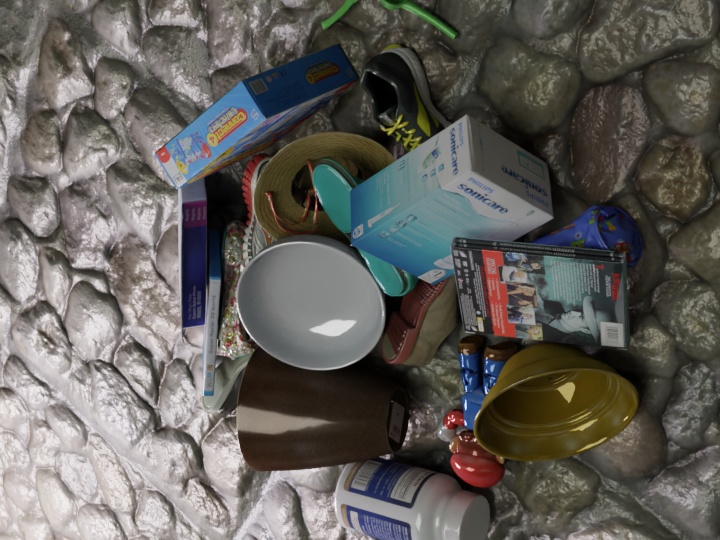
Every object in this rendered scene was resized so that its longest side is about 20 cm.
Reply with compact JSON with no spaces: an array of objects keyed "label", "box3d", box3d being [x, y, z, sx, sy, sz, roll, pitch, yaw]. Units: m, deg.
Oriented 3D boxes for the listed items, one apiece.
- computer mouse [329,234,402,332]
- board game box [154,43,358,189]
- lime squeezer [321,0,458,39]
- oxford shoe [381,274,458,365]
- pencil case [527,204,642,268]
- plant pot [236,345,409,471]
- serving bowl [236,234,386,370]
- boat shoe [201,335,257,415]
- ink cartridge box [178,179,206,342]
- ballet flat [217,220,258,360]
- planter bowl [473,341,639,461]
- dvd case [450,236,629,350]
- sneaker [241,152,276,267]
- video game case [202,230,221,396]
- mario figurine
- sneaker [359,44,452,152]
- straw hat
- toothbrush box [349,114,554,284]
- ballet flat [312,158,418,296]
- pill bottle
[{"label":"computer mouse","box3d":[0.000,0.000,1.714,0.140,0.046,0.200,-17,98,42]},{"label":"board game box","box3d":[-0.132,-0.197,1.628,0.196,0.200,0.056,-32,90,42]},{"label":"lime squeezer","box3d":[0.025,-0.321,1.560,0.200,0.038,0.071,11,116,33]},{"label":"oxford shoe","box3d":[0.098,0.036,1.653,0.200,0.075,0.070,-62,33,23]},{"label":"pencil case","box3d":[0.234,-0.011,1.508,0.200,0.078,0.087,-28,89,41]},{"label":"plant pot","box3d":[-0.041,0.196,1.762,0.200,0.187,0.187,4,112,21]},{"label":"serving bowl","box3d":[-0.059,0.033,1.688,0.200,0.066,0.200,6,121,10]},{"label":"boat shoe","box3d":[-0.162,0.135,1.889,0.201,0.061,0.072,-54,36,24]},{"label":"ink cartridge box","box3d":[-0.237,-0.029,1.806,0.043,0.200,0.196,-1,117,-10]},{"label":"ballet flat","box3d":[-0.162,0.029,1.820,0.064,0.076,0.200,5,94,29]},{"label":"planter bowl","box3d":[0.230,0.145,1.548,0.200,0.200,0.083,-50,36,40]},{"label":"dvd case","box3d":[0.210,0.027,1.482,0.200,0.022,0.146,6,136,21]},{"label":"sneaker","box3d":[-0.114,-0.058,1.756,0.082,0.078,0.200,13,117,33]},{"label":"video game case","box3d":[-0.218,0.061,1.862,0.018,0.143,0.200,2,119,-9]},{"label":"mario figurine","box3d":[0.166,0.185,1.666,0.123,0.106,0.200,-143,54,-67]},{"label":"sneaker","box3d":[0.058,-0.177,1.566,0.074,0.085,0.200,-29,91,42]},{"label":"straw hat","box3d":[-0.046,-0.125,1.663,0.201,0.085,0.201,-3,131,-3]},{"label":"toothbrush box","box3d":[0.106,-0.079,1.513,0.200,0.146,0.085,-31,48,39]},{"label":"ballet flat","box3d":[0.012,-0.061,1.614,0.067,0.070,0.200,-30,95,42]},{"label":"pill bottle","box3d":[0.073,0.327,1.759,0.200,0.111,0.111,9,115,35]}]
